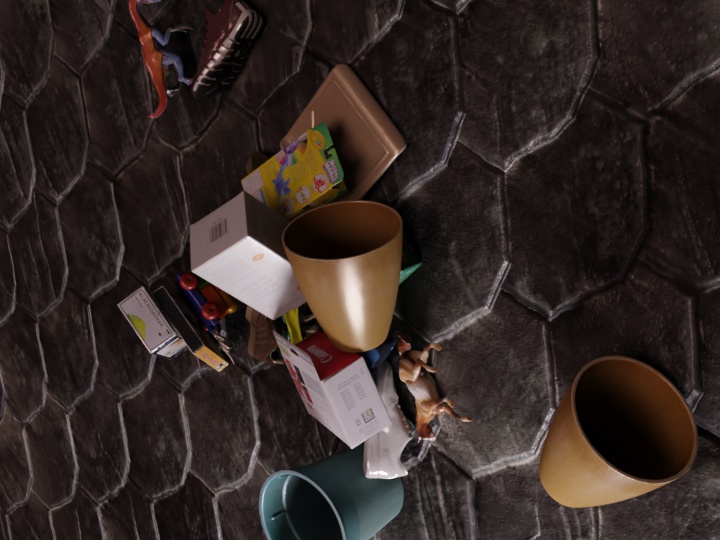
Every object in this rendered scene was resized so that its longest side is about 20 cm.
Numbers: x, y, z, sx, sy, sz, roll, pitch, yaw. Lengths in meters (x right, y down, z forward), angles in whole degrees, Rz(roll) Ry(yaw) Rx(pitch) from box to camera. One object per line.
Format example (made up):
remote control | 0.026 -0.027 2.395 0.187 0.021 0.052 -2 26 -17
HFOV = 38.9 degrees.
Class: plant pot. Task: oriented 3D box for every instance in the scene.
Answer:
plant pot | -0.015 0.022 1.590 0.186 0.186 0.201 16 127 37
plant pot | 0.334 0.249 1.428 0.187 0.186 0.200 51 143 17
plant pot | -0.038 0.408 1.783 0.200 0.196 0.201 14 112 38

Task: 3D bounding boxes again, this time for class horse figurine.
horse figurine | 0.107 0.187 1.678 0.132 0.050 0.200 -16 102 60

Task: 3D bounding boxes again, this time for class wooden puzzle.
wooden puzzle | -0.029 -0.211 1.692 0.185 0.037 0.200 54 126 15

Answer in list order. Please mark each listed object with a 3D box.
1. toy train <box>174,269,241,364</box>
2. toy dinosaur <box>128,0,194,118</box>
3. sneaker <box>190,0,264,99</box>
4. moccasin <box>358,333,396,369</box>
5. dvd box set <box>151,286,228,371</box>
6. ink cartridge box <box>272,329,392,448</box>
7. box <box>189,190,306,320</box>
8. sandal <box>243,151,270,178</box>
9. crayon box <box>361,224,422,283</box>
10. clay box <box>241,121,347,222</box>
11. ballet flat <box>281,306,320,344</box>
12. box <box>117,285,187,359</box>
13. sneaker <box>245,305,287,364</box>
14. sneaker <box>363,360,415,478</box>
toy train | -0.252 0.069 1.924 0.200 0.116 0.085 52 155 9
toy dinosaur | -0.367 -0.412 1.850 0.105 0.200 0.182 -21 122 28
sneaker | -0.255 -0.408 1.806 0.200 0.076 0.116 -47 67 29
moccasin | 0.004 0.137 1.742 0.200 0.068 0.081 5 123 64
dvd box set | -0.325 0.115 1.961 0.029 0.200 0.146 -36 74 -4
ink cartridge box | -0.051 0.174 1.683 0.200 0.084 0.176 23 139 65
box | -0.164 -0.021 1.661 0.124 0.200 0.098 -30 48 24
sandal | -0.139 -0.144 1.789 0.200 0.055 0.082 31 100 40
crayon box | 0.000 0.000 1.713 0.119 0.058 0.200 56 131 12
clay box | -0.103 -0.147 1.687 0.200 0.048 0.115 -31 68 30
ballet flat | -0.107 0.093 1.823 0.067 0.067 0.200 -6 125 6
box | -0.389 0.104 1.956 0.117 0.060 0.200 54 176 7
sneaker | -0.162 0.098 1.867 0.075 0.071 0.200 22 143 13
sneaker | 0.053 0.256 1.748 0.075 0.088 0.201 147 127 -81
